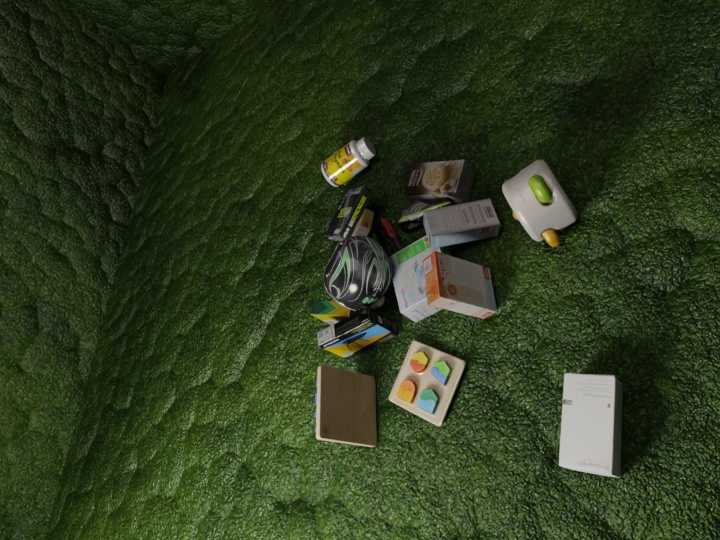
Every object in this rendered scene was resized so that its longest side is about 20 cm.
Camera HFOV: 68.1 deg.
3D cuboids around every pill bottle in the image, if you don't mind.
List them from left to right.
[{"bbox_3d":[-0.043,-0.406,1.980,0.199,0.109,0.110,-32,51,24],"label":"pill bottle"}]

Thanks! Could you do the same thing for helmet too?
[{"bbox_3d":[0.000,0.000,1.581,0.192,0.199,0.200,-60,42,22],"label":"helmet"}]

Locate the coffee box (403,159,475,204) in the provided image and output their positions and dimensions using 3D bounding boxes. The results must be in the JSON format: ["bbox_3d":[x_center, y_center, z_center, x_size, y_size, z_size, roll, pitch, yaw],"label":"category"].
[{"bbox_3d":[0.247,-0.275,1.684,0.199,0.080,0.116,5,71,42],"label":"coffee box"}]

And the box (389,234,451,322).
[{"bbox_3d":[0.190,0.020,1.570,0.175,0.096,0.202,-29,52,24],"label":"box"}]

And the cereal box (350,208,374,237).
[{"bbox_3d":[-0.017,-0.089,1.754,0.144,0.039,0.201,-78,14,-60],"label":"cereal box"}]

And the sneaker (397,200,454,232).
[{"bbox_3d":[0.204,-0.191,1.686,0.198,0.074,0.082,-15,56,33],"label":"sneaker"}]

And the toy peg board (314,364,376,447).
[{"bbox_3d":[-0.060,0.398,1.530,0.098,0.198,0.202,-32,49,43],"label":"toy peg board"}]

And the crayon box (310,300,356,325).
[{"bbox_3d":[-0.044,0.140,1.687,0.198,0.127,0.051,0,68,39],"label":"crayon box"}]

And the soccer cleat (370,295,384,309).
[{"bbox_3d":[-0.016,0.084,1.718,0.199,0.086,0.071,5,71,42],"label":"soccer cleat"}]

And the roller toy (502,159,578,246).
[{"bbox_3d":[0.459,-0.175,1.380,0.139,0.200,0.183,-33,27,22],"label":"roller toy"}]

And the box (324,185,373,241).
[{"bbox_3d":[-0.044,-0.196,1.861,0.194,0.047,0.200,-61,17,-5],"label":"box"}]

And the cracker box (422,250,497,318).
[{"bbox_3d":[0.264,0.041,1.419,0.058,0.198,0.135,-40,43,48],"label":"cracker box"}]

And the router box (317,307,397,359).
[{"bbox_3d":[-0.009,0.193,1.612,0.199,0.149,0.051,-29,51,27],"label":"router box"}]

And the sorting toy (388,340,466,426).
[{"bbox_3d":[0.178,0.305,1.472,0.199,0.036,0.187,17,80,44],"label":"sorting toy"}]

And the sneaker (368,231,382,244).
[{"bbox_3d":[0.034,-0.025,1.751,0.085,0.076,0.202,133,147,-55],"label":"sneaker"}]

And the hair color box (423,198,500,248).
[{"bbox_3d":[0.286,-0.135,1.525,0.198,0.061,0.100,-11,56,-1],"label":"hair color box"}]

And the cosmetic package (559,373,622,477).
[{"bbox_3d":[0.499,0.332,1.151,0.112,0.081,0.202,-6,64,36],"label":"cosmetic package"}]

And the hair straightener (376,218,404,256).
[{"bbox_3d":[0.106,-0.080,1.745,0.201,0.041,0.077,58,134,37],"label":"hair straightener"}]
